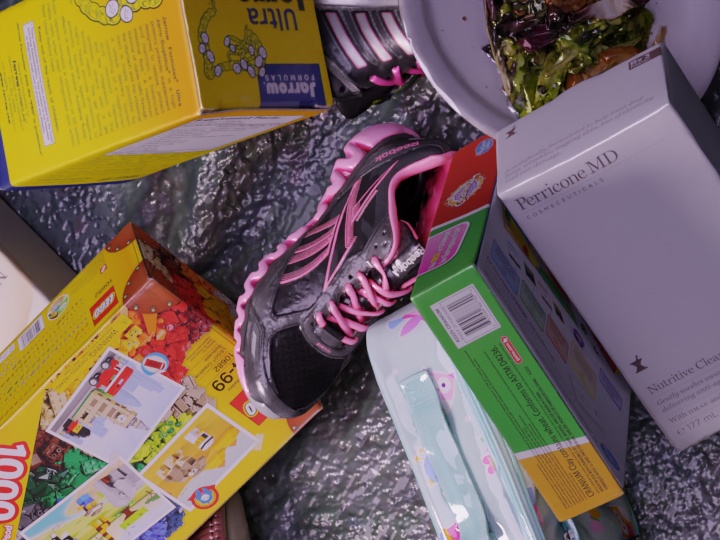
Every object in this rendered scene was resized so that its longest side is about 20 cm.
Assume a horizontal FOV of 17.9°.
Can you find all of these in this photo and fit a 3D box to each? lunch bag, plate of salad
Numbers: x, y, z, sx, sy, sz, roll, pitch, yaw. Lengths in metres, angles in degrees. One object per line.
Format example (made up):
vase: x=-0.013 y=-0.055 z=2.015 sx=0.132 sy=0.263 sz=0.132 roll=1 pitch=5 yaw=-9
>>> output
lunch bag: x=0.084 y=0.105 z=1.309 sx=0.077 sy=0.160 sz=0.200 roll=-27 pitch=79 yaw=20
plate of salad: x=0.120 y=-0.162 z=1.309 sx=0.199 sy=0.048 sz=0.201 roll=3 pitch=76 yaw=-11

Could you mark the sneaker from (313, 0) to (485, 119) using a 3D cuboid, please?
sneaker: x=0.020 y=-0.132 z=1.385 sx=0.199 sy=0.074 sz=0.088 roll=11 pitch=98 yaw=23

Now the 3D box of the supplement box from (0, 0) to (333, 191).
supplement box: x=-0.130 y=-0.125 z=1.386 sx=0.200 sy=0.109 sz=0.110 roll=-16 pitch=84 yaw=44

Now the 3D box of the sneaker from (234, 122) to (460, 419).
sneaker: x=0.000 y=0.000 z=1.342 sx=0.095 sy=0.079 sz=0.200 roll=10 pitch=66 yaw=54

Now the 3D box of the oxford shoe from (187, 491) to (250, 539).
oxford shoe: x=-0.073 y=0.226 z=1.431 sx=0.070 sy=0.075 sz=0.201 roll=-31 pitch=61 yaw=56

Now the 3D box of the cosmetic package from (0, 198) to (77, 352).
cosmetic package: x=-0.247 y=0.022 z=1.488 sx=0.200 sy=0.073 sz=0.104 roll=43 pitch=105 yaw=17

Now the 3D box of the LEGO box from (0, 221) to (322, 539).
LEGO box: x=-0.149 y=0.094 z=1.397 sx=0.200 sy=0.149 sz=0.077 roll=-45 pitch=30 yaw=11

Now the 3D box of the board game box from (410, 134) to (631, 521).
board game box: x=0.096 y=0.024 z=1.259 sx=0.040 sy=0.200 sz=0.153 roll=-28 pitch=107 yaw=20

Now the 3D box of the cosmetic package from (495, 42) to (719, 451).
cosmetic package: x=0.171 y=-0.012 z=1.267 sx=0.113 sy=0.081 sz=0.200 roll=-30 pitch=116 yaw=20
